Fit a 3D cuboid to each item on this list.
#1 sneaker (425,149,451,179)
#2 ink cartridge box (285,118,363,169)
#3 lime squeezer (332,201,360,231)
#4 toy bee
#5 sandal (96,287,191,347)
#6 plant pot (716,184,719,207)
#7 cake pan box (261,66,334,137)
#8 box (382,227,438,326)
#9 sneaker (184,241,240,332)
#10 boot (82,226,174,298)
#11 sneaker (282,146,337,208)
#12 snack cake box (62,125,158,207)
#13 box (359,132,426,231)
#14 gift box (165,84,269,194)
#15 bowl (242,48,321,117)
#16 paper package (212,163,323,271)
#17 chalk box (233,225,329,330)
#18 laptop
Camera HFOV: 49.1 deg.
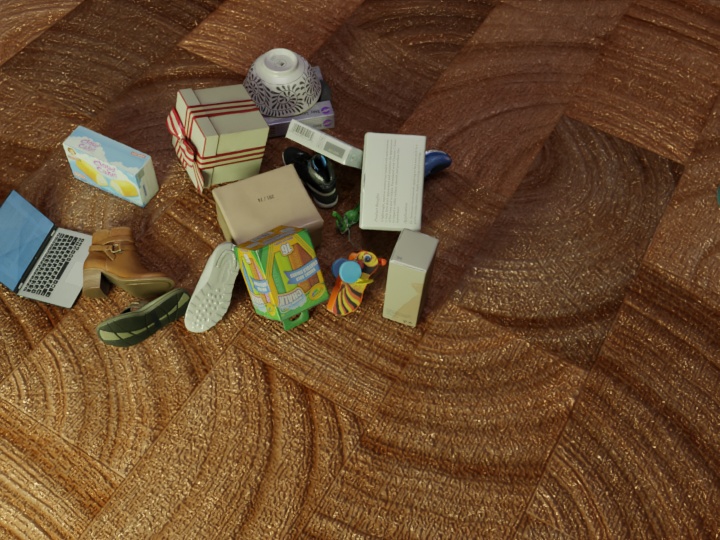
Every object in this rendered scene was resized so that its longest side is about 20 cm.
[{"bbox_3d":[0.129,-0.214,1.854,0.199,0.079,0.089,-26,67,-9],"label":"sneaker"},{"bbox_3d":[-0.062,-0.288,1.826,0.159,0.200,0.047,27,101,15],"label":"ink cartridge box"},{"bbox_3d":[-0.028,-0.130,1.790,0.038,0.071,0.200,9,24,23],"label":"lime squeezer"},{"bbox_3d":[0.000,0.000,1.655,0.108,0.201,0.131,9,23,-21],"label":"toy bee"},{"bbox_3d":[-0.444,0.093,1.617,0.200,0.080,0.057,-26,43,-26],"label":"sandal"},{"bbox_3d":[0.958,-0.211,1.814,0.199,0.188,0.201,1,55,-1],"label":"plant pot"},{"bbox_3d":[-0.172,-0.426,1.993,0.199,0.052,0.185,-10,59,-9],"label":"cake pan box"},{"bbox_3d":[0.100,0.017,1.609,0.077,0.200,0.095,18,56,9],"label":"box"},{"bbox_3d":[-0.308,0.035,1.645,0.076,0.080,0.201,29,85,-26],"label":"sneaker"},{"bbox_3d":[-0.493,-0.023,1.683,0.199,0.074,0.156,-1,58,-3],"label":"boot"},{"bbox_3d":[-0.114,-0.249,1.835,0.073,0.112,0.200,-29,62,-21],"label":"sneaker"},{"bbox_3d":[-0.569,-0.237,1.804,0.199,0.115,0.067,23,58,13],"label":"snack cake box"},{"bbox_3d":[0.067,-0.187,1.705,0.130,0.200,0.200,4,94,0],"label":"box"},{"bbox_3d":[-0.335,-0.295,1.820,0.186,0.201,0.185,-14,52,-30],"label":"gift box"},{"bbox_3d":[-0.196,-0.483,1.944,0.199,0.094,0.202,2,55,-2],"label":"bowl"},{"bbox_3d":[-0.204,-0.116,1.746,0.199,0.104,0.191,-20,59,-16],"label":"paper package"},{"bbox_3d":[-0.154,0.024,1.610,0.124,0.201,0.124,-27,18,-26],"label":"chalk box"},{"bbox_3d":[-0.674,-0.045,1.667,0.199,0.116,0.188,14,57,7],"label":"laptop"}]
